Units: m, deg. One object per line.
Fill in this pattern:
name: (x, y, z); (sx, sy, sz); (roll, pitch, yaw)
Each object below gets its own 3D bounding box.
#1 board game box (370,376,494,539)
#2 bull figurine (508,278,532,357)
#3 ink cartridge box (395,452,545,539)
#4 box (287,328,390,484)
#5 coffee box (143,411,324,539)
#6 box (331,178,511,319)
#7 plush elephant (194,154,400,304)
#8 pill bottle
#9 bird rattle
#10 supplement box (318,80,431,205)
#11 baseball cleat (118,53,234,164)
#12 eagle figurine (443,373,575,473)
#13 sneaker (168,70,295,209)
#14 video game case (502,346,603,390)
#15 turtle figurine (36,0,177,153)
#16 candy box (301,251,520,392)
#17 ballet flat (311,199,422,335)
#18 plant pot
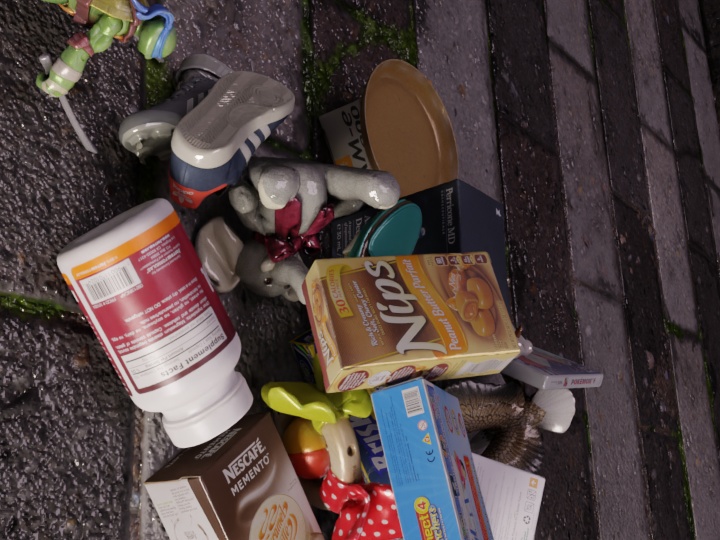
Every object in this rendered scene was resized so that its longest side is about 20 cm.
board game box: (0.082, 0.223, 0.902); (0.196, 0.055, 0.205); (41, 34, -69)
bull figurine: (0.137, 0.050, 1.175); (0.122, 0.196, 0.066); (-58, 162, -57)
ink cartridge box: (0.116, 0.321, 1.092); (0.196, 0.043, 0.202); (20, 71, -11)
box: (-0.005, 0.157, 1.015); (0.069, 0.064, 0.204); (-28, 102, -23)
coffee box: (-0.106, 0.256, 0.850); (0.114, 0.078, 0.204); (-37, 108, -52)
box: (0.069, 0.001, 1.072); (0.106, 0.197, 0.152); (20, 62, -48)
plush elephant: (-0.081, -0.035, 0.936); (0.162, 0.198, 0.159); (-4, 103, -41)
pill bottle: (-0.177, 0.049, 0.800); (0.113, 0.111, 0.203); (-43, 113, -50)
bird rattle: (-0.030, 0.184, 0.907); (0.111, 0.162, 0.204); (-26, 99, -32)
supplement box: (0.043, -0.173, 1.202); (0.199, 0.072, 0.129); (-30, 101, -53)
baseball cleat: (-0.184, -0.168, 0.915); (0.199, 0.069, 0.109); (-13, 81, -63)
eagle figurine: (0.182, 0.218, 1.205); (0.198, 0.150, 0.154); (-19, 129, -49)
sneaker: (-0.130, -0.127, 0.873); (0.074, 0.086, 0.200); (29, 36, 8)
video game case: (0.213, 0.119, 1.239); (0.180, 0.197, 0.024); (7, 101, -51)
turtle figurine: (-0.270, -0.224, 0.802); (0.192, 0.199, 0.146); (36, 72, -16)
candy box: (0.050, 0.047, 0.880); (0.195, 0.056, 0.118); (-3, 60, -25)
ballet flat: (0.000, 0.000, 0.974); (0.068, 0.069, 0.202); (52, 53, -34)
plant pot: (0.060, -0.166, 1.138); (0.198, 0.027, 0.205); (19, 64, -47)
